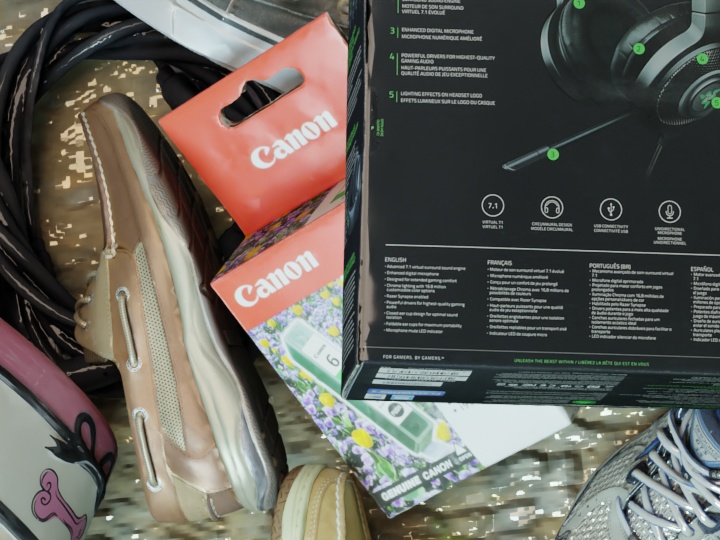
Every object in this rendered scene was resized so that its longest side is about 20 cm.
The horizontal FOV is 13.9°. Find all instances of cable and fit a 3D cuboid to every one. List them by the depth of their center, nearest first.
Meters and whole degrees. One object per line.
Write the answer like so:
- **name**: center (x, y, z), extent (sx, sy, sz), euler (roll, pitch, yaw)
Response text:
- **cable**: center (-0.106, -0.040, 1.380), extent (0.163, 0.051, 0.201), euler (-10, 75, 13)

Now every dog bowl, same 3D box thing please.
- **dog bowl**: center (-0.195, 0.063, 1.322), extent (0.200, 0.200, 0.074), euler (28, 71, 21)

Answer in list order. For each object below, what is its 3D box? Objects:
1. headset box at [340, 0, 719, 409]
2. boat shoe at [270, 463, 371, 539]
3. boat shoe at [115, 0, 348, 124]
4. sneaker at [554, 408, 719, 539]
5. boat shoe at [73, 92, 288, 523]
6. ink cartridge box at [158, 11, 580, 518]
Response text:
- **headset box**: center (0.080, -0.050, 1.184), extent (0.173, 0.093, 0.201), euler (1, 79, -5)
- **boat shoe**: center (0.006, 0.183, 1.292), extent (0.076, 0.072, 0.201), euler (-5, 90, 20)
- **boat shoe**: center (-0.033, -0.118, 1.330), extent (0.200, 0.072, 0.071), euler (27, 95, 24)
- **sneaker**: center (0.149, 0.078, 1.257), extent (0.200, 0.085, 0.077), euler (-44, 70, 6)
- **boat shoe**: center (-0.095, 0.019, 1.313), extent (0.072, 0.076, 0.201), euler (-20, 78, 8)
- **ink cartridge box**: center (0.000, 0.000, 1.275), extent (0.109, 0.050, 0.200), euler (-30, 103, 32)
